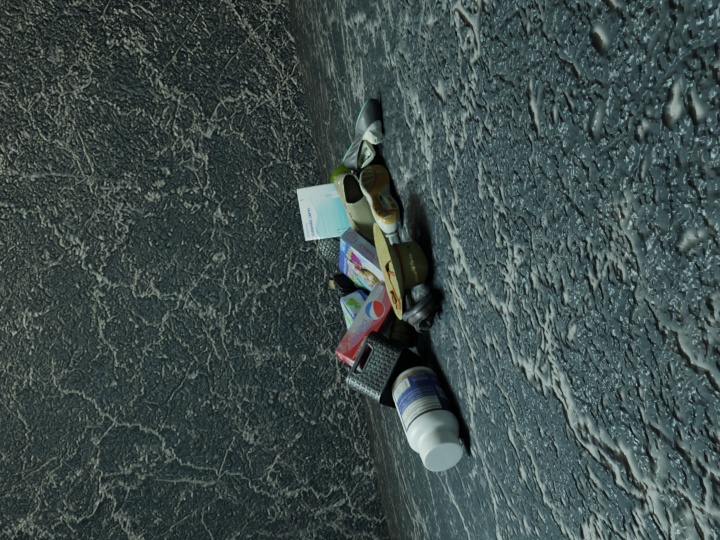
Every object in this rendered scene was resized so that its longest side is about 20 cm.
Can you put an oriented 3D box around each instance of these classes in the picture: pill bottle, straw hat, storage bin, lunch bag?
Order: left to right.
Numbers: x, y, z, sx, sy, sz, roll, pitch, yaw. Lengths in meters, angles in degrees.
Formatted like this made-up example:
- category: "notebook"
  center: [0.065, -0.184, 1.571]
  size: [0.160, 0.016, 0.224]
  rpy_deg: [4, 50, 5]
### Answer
- category: "lunch bag"
  center: [0.011, 0.162, 1.446]
  size: [0.161, 0.081, 0.202]
  rpy_deg: [-126, 19, -48]
- category: "storage bin"
  center: [0.061, 0.237, 1.251]
  size: [0.137, 0.093, 0.200]
  rpy_deg: [-63, -26, -8]
- category: "straw hat"
  center: [0.093, -0.010, 1.093]
  size: [0.201, 0.084, 0.204]
  rpy_deg: [165, 90, -86]
- category: "pill bottle"
  center: [0.140, 0.306, 1.108]
  size: [0.201, 0.109, 0.112]
  rpy_deg: [-111, 12, -55]

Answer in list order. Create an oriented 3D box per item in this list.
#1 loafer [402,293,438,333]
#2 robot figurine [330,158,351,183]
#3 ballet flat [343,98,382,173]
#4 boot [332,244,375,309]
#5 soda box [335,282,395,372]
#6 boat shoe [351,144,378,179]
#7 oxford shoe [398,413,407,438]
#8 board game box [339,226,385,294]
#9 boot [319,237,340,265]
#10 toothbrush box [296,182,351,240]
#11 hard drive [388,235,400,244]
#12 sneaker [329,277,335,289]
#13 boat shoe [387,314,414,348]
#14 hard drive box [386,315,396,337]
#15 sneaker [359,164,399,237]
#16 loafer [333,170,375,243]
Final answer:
- category: "loafer"
  center: [0.131, 0.093, 1.090]
  size: [0.063, 0.072, 0.200]
  rpy_deg: [49, 174, 5]
- category: "robot figurine"
  center: [-0.027, -0.228, 1.593]
  size: [0.176, 0.114, 0.203]
  rpy_deg: [56, -159, -77]
- category: "ballet flat"
  center: [0.017, -0.311, 1.273]
  size: [0.201, 0.072, 0.074]
  rpy_deg: [118, 145, -47]
- category: "boot"
  center: [0.000, 0.000, 1.519]
  size: [0.076, 0.165, 0.203]
  rpy_deg: [99, 159, -83]
- category: "soda box"
  center: [0.021, 0.134, 1.279]
  size: [0.201, 0.069, 0.064]
  rpy_deg: [-58, -21, -19]
- category: "boat shoe"
  center: [0.011, -0.230, 1.381]
  size: [0.060, 0.075, 0.204]
  rpy_deg: [8, 104, 62]
- category: "oxford shoe"
  center: [0.141, 0.377, 1.491]
  size: [0.071, 0.070, 0.203]
  rpy_deg: [-44, -52, -65]
- category: "board game box"
  center: [0.030, 0.006, 1.373]
  size: [0.199, 0.041, 0.201]
  rpy_deg: [40, 161, 14]
- category: "boot"
  center: [-0.037, -0.061, 1.621]
  size: [0.070, 0.198, 0.132]
  rpy_deg: [-52, 17, 22]
- category: "toothbrush box"
  center: [-0.064, -0.172, 1.492]
  size: [0.085, 0.197, 0.149]
  rpy_deg: [-39, -60, -69]
- category: "hard drive"
  center: [0.072, -0.085, 1.383]
  size: [0.132, 0.026, 0.202]
  rpy_deg: [91, 166, -61]
- category: "sneaker"
  center: [-0.008, 0.056, 1.626]
  size: [0.067, 0.198, 0.091]
  rpy_deg: [9, 105, 47]
- category: "boat shoe"
  center: [0.109, 0.154, 1.353]
  size: [0.200, 0.071, 0.069]
  rpy_deg: [86, -162, -78]
- category: "hard drive box"
  center: [0.068, 0.156, 1.607]
  size: [0.202, 0.076, 0.157]
  rpy_deg: [87, 169, -49]
- category: "sneaker"
  center: [0.045, -0.165, 1.281]
  size: [0.088, 0.074, 0.202]
  rpy_deg: [76, -178, -53]
- category: "loafer"
  center: [-0.004, -0.157, 1.326]
  size: [0.202, 0.075, 0.068]
  rpy_deg: [58, 173, -1]
